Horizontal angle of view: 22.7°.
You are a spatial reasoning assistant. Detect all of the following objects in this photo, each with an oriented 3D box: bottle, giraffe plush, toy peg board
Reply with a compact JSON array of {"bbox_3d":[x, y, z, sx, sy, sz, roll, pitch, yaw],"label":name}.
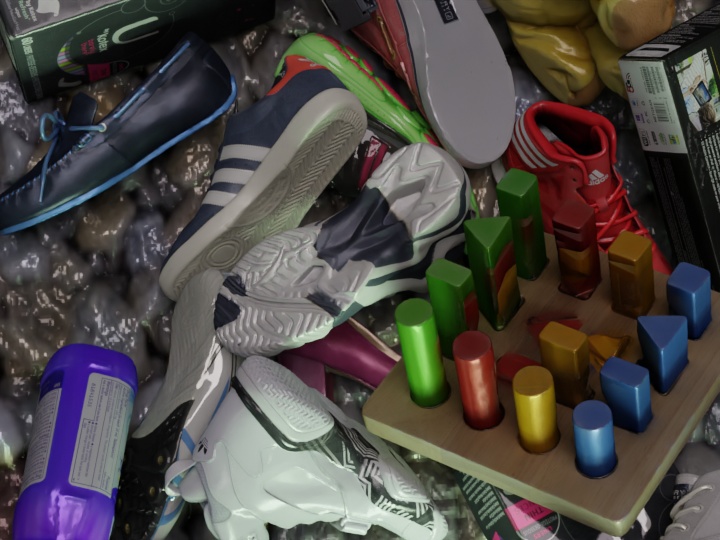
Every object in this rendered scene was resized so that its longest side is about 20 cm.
[{"bbox_3d":[-0.195,0.152,1.193,0.065,0.084,0.201,14,59,-14],"label":"bottle"},{"bbox_3d":[0.176,-0.235,1.332,0.199,0.173,0.162,23,58,38],"label":"giraffe plush"},{"bbox_3d":[0.128,0.038,1.170,0.198,0.098,0.200,20,54,30],"label":"toy peg board"}]

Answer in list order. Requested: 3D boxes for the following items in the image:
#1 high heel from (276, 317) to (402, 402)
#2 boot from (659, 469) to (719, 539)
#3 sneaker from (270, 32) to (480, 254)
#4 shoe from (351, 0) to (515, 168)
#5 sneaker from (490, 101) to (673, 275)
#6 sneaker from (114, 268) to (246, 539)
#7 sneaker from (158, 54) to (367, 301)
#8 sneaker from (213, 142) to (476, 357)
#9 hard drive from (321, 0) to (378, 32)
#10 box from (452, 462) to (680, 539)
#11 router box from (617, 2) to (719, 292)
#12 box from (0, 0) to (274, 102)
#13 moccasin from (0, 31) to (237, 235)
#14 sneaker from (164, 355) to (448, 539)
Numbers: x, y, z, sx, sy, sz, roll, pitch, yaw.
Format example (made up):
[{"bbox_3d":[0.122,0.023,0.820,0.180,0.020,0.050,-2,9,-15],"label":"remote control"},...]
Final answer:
[{"bbox_3d":[0.036,0.057,1.264,0.198,0.067,0.097,1,84,11],"label":"high heel"},{"bbox_3d":[0.207,0.179,1.141,0.198,0.074,0.096,-6,69,-18],"label":"boot"},{"bbox_3d":[0.012,-0.083,1.310,0.084,0.077,0.200,-45,85,15],"label":"sneaker"},{"bbox_3d":[0.049,-0.164,1.319,0.071,0.091,0.201,-17,85,-23],"label":"shoe"},{"bbox_3d":[0.169,-0.034,1.275,0.078,0.116,0.200,-40,81,-14],"label":"sneaker"},{"bbox_3d":[-0.113,0.100,1.244,0.072,0.072,0.201,25,81,-38],"label":"sneaker"},{"bbox_3d":[-0.080,-0.067,1.270,0.200,0.075,0.085,-47,54,15],"label":"sneaker"},{"bbox_3d":[0.000,0.000,1.232,0.199,0.130,0.080,-43,67,5],"label":"sneaker"},{"bbox_3d":[-0.047,-0.283,1.280,0.038,0.140,0.201,-25,50,8],"label":"hard drive"},{"bbox_3d":[0.164,0.188,1.218,0.122,0.106,0.201,-26,79,-11],"label":"box"},{"bbox_3d":[0.274,-0.085,1.267,0.149,0.051,0.201,-28,111,-26],"label":"router box"},{"bbox_3d":[-0.168,-0.218,1.288,0.199,0.122,0.107,-21,77,-10],"label":"box"},{"bbox_3d":[-0.185,-0.100,1.281,0.199,0.080,0.068,-35,104,-12],"label":"moccasin"},{"bbox_3d":[-0.037,0.152,1.212,0.115,0.075,0.200,-47,119,5],"label":"sneaker"}]
